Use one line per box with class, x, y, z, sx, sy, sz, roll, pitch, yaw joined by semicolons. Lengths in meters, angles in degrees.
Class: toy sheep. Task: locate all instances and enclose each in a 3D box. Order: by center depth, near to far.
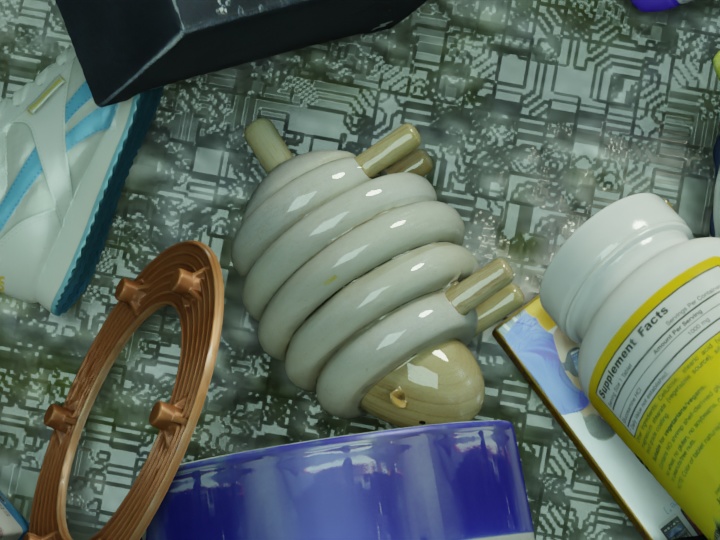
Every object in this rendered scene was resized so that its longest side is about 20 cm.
toy sheep;0.000;0.000;1.228;0.137;0.138;0.201;-33;70;-2

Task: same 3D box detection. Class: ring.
ring;-0.127;0.075;1.189;0.019;0.200;0.202;24;85;-23

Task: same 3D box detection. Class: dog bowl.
dog bowl;-0.013;0.130;1.177;0.198;0.200;0.079;-8;83;0

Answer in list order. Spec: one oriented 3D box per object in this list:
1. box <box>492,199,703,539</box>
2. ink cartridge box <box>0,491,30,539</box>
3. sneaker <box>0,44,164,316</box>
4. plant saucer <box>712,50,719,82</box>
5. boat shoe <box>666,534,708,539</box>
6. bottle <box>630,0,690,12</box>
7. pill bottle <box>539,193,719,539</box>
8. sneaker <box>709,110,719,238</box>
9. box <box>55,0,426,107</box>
box;0.177;0.077;1.261;0.119;0.041;0.200;-37;83;-3
ink cartridge box;-0.277;0.130;1.180;0.146;0.200;0.147;-42;86;-3
sneaker;-0.158;-0.082;1.262;0.080;0.077;0.201;21;83;4
plant saucer;0.301;-0.054;1.211;0.199;0.048;0.201;-23;88;-36
boat shoe;0.242;0.151;1.212;0.198;0.072;0.065;-9;103;-19
bottle;0.226;-0.207;1.240;0.199;0.084;0.066;-20;42;18
pill bottle;0.181;0.058;1.165;0.112;0.113;0.200;-38;61;-3
sneaker;0.231;-0.086;1.256;0.074;0.082;0.201;28;62;-17
box;-0.070;-0.215;1.213;0.196;0.117;0.201;-19;85;-32
